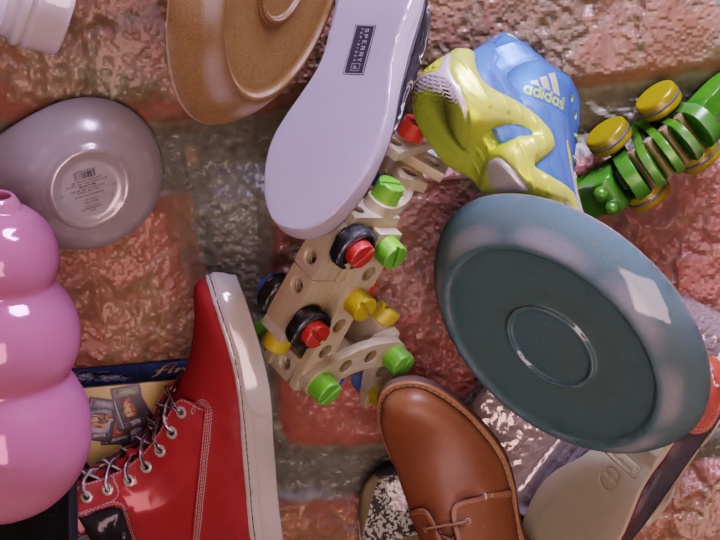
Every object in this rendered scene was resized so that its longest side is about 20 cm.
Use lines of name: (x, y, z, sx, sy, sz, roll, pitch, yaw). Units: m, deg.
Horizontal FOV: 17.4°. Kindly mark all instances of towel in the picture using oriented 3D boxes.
towel: (0.145, 0.086, 1.580, 0.133, 0.034, 0.200, 30, 102, -19)

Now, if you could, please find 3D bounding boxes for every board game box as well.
board game box: (-0.168, 0.131, 1.544, 0.200, 0.035, 0.136, -4, 110, -8)

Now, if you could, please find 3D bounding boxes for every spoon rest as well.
spoon rest: (-0.220, -0.049, 1.468, 0.200, 0.061, 0.099, -15, 113, -18)

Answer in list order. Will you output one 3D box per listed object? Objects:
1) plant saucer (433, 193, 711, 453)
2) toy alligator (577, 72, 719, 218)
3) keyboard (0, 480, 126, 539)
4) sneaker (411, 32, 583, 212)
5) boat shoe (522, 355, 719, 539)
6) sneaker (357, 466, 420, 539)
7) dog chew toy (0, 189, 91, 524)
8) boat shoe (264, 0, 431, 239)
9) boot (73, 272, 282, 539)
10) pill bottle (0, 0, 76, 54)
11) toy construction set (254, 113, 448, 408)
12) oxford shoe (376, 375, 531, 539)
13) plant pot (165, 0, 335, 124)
plant saucer: (0.124, 0.041, 1.463, 0.027, 0.200, 0.200, -46, 116, -34)
toy alligator: (0.170, -0.060, 1.520, 0.200, 0.054, 0.059, -37, 111, 5)
keyboard: (-0.185, 0.229, 1.465, 0.127, 0.021, 0.200, -7, 81, 34)
sneaker: (0.119, -0.063, 1.480, 0.105, 0.076, 0.200, -42, 109, -32)
boat shoe: (0.175, 0.135, 1.550, 0.063, 0.071, 0.200, 1, 127, -50)
sneaker: (0.044, 0.228, 1.566, 0.077, 0.089, 0.200, -14, 92, 5)
dog chew toy: (-0.222, 0.049, 1.419, 0.124, 0.125, 0.200, 1, 109, -10)
boat shoe: (0.001, -0.102, 1.427, 0.069, 0.057, 0.200, 11, 68, 24)
boot: (-0.128, 0.101, 1.485, 0.144, 0.072, 0.200, -6, 114, -6)
pill bottle: (-0.265, -0.188, 1.374, 0.200, 0.109, 0.109, 14, 106, -14)
toy construction set: (0.000, 0.000, 1.482, 0.131, 0.092, 0.200, -1, 113, -47)
oxford shoe: (0.065, 0.159, 1.512, 0.071, 0.071, 0.200, -19, 109, 23)
plant pot: (-0.052, -0.178, 1.374, 0.027, 0.200, 0.200, 18, 109, 21)
